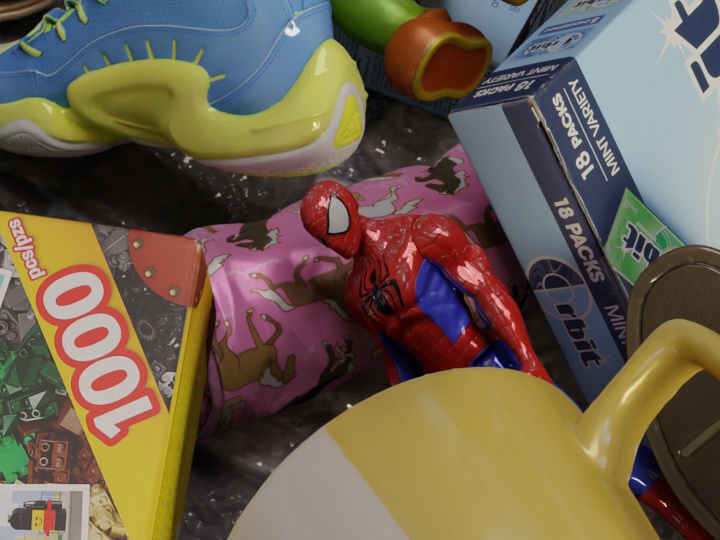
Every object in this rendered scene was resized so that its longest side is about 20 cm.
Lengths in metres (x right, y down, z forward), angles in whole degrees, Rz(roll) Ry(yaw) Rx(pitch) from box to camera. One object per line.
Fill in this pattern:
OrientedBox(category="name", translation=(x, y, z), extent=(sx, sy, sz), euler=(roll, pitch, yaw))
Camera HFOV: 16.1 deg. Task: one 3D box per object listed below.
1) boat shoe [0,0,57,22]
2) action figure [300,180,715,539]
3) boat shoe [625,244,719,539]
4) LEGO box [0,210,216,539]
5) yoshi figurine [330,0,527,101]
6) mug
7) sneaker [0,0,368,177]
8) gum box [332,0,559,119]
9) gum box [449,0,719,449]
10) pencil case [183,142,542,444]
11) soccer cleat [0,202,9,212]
OrientedBox(category="boat shoe", translation=(-0.215, -0.127, 1.066), extent=(0.199, 0.074, 0.069), euler=(-14, 44, -24))
OrientedBox(category="action figure", translation=(0.049, 0.045, 0.903), extent=(0.200, 0.065, 0.052), euler=(49, 42, -1))
OrientedBox(category="boat shoe", translation=(0.159, 0.078, 0.906), extent=(0.201, 0.072, 0.068), euler=(57, 13, -2))
OrientedBox(category="LEGO box", translation=(-0.135, 0.085, 0.810), extent=(0.148, 0.077, 0.202), euler=(7, 72, 3))
OrientedBox(category="yoshi figurine", translation=(-0.023, -0.160, 1.055), extent=(0.112, 0.112, 0.200), euler=(-33, 57, -26))
OrientedBox(category="mug", translation=(0.053, 0.119, 0.781), extent=(0.148, 0.188, 0.153), euler=(-3, 33, -30))
OrientedBox(category="sneaker", translation=(-0.086, -0.099, 1.008), extent=(0.199, 0.106, 0.076), euler=(7, 18, 26))
OrientedBox(category="gum box", translation=(-0.003, -0.160, 1.162), extent=(0.199, 0.045, 0.170), euler=(21, 46, 9))
OrientedBox(category="gum box", translation=(0.136, -0.040, 0.985), extent=(0.044, 0.171, 0.200), euler=(-8, 27, 43))
OrientedBox(category="pencil case", translation=(0.000, 0.000, 0.979), extent=(0.199, 0.086, 0.083), euler=(-21, 82, -29))
OrientedBox(category="soccer cleat", translation=(-0.190, -0.015, 0.941), extent=(0.081, 0.068, 0.200), euler=(0, 23, -44))
